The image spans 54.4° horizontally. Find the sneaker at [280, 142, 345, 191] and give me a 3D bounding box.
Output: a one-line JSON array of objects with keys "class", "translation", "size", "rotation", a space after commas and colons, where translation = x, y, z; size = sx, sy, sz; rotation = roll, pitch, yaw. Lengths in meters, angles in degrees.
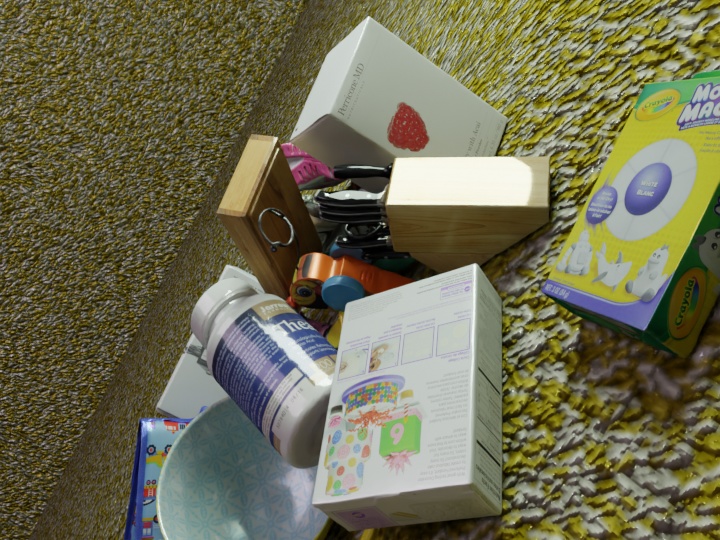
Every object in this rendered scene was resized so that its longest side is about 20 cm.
[{"class": "sneaker", "translation": [-0.038, -0.156, 0.937], "size": [0.196, 0.087, 0.084], "rotation": [-9, 95, 36]}]

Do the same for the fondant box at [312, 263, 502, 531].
[{"class": "fondant box", "translation": [0.045, 0.105, 0.596], "size": [0.142, 0.058, 0.203], "rotation": [-18, 43, 30]}]

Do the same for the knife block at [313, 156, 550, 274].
[{"class": "knife block", "translation": [0.060, -0.071, 0.674], "size": [0.199, 0.173, 0.065], "rotation": [-36, 33, 47]}]

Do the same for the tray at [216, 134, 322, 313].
[{"class": "tray", "translation": [-0.093, -0.044, 0.785], "size": [0.201, 0.036, 0.101], "rotation": [69, -146, -56]}]

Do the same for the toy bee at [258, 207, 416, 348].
[{"class": "toy bee", "translation": [-0.031, 0.010, 0.767], "size": [0.109, 0.199, 0.131], "rotation": [-43, 6, 48]}]

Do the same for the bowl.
[{"class": "bowl", "translation": [-0.108, 0.245, 0.754], "size": [0.109, 0.194, 0.204], "rotation": [76, -161, -50]}]

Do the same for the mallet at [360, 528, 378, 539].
[{"class": "mallet", "translation": [-0.001, 0.249, 0.634], "size": [0.204, 0.040, 0.066], "rotation": [-66, 22, 3]}]

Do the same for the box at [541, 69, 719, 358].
[{"class": "box", "translation": [0.213, -0.054, 0.476], "size": [0.203, 0.048, 0.117], "rotation": [-62, 21, -1]}]

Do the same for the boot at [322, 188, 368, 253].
[{"class": "boot", "translation": [-0.002, -0.028, 0.935], "size": [0.200, 0.072, 0.098], "rotation": [-47, 33, 48]}]

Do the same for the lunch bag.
[{"class": "lunch bag", "translation": [-0.194, 0.265, 0.827], "size": [0.093, 0.147, 0.206], "rotation": [-18, 66, 60]}]

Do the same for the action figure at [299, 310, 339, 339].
[{"class": "action figure", "translation": [-0.059, 0.125, 0.868], "size": [0.199, 0.149, 0.134], "rotation": [-42, 47, 1]}]

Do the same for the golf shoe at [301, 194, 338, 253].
[{"class": "golf shoe", "translation": [-0.058, -0.059, 0.931], "size": [0.199, 0.075, 0.091], "rotation": [-172, 78, -70]}]

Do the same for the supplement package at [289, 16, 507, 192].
[{"class": "supplement package", "translation": [0.042, -0.157, 0.784], "size": [0.119, 0.197, 0.124], "rotation": [-9, 56, 64]}]

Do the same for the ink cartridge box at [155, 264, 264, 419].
[{"class": "ink cartridge box", "translation": [-0.186, 0.102, 0.946], "size": [0.204, 0.082, 0.145], "rotation": [-64, 7, -3]}]

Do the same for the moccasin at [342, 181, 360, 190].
[{"class": "moccasin", "translation": [0.015, -0.110, 0.959], "size": [0.200, 0.077, 0.075], "rotation": [-28, 40, 56]}]

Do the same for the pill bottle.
[{"class": "pill bottle", "translation": [-0.090, 0.096, 0.725], "size": [0.199, 0.110, 0.112], "rotation": [39, 101, 32]}]

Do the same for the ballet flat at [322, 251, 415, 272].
[{"class": "ballet flat", "translation": [0.000, 0.000, 0.862], "size": [0.198, 0.070, 0.069], "rotation": [-30, 48, 34]}]
